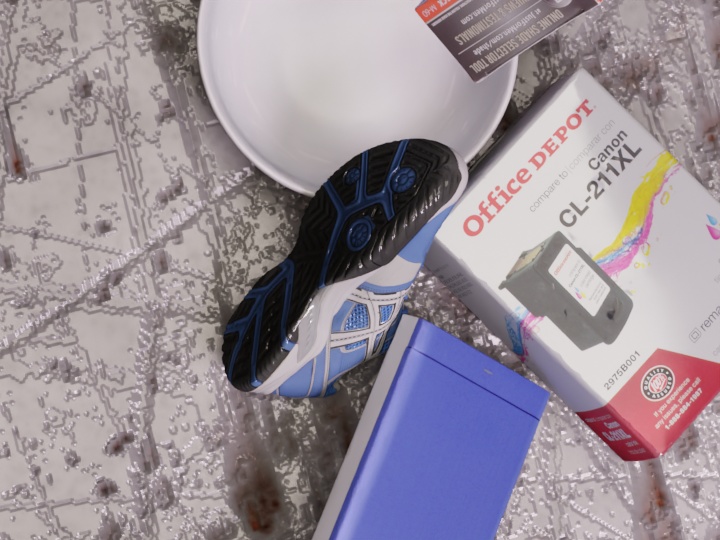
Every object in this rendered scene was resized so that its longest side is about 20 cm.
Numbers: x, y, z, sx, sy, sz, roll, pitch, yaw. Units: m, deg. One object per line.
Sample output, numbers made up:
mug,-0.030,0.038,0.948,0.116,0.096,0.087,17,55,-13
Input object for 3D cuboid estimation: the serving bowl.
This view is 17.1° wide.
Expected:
serving bowl,-0.005,-0.137,1.481,0.198,0.066,0.202,1,84,-8

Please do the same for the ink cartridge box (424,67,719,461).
ink cartridge box,0.150,-0.003,1.482,0.200,0.083,0.146,44,81,-3

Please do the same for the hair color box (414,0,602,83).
hair color box,0.125,-0.208,1.435,0.064,0.111,0.200,47,45,-13

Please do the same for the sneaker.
sneaker,0.000,0.000,1.435,0.077,0.076,0.200,21,123,-39

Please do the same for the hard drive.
hard drive,0.035,0.143,1.446,0.132,0.025,0.201,30,79,-43
